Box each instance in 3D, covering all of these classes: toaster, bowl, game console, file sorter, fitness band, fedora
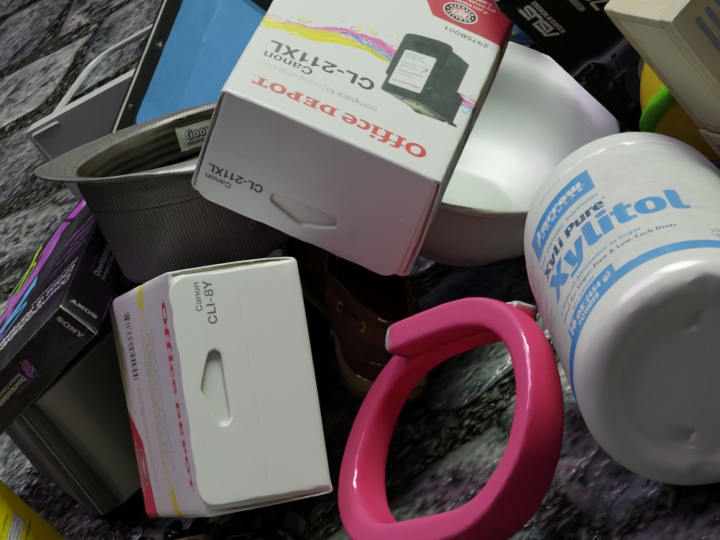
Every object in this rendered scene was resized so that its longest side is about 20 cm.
[{"bbox_3d":[-0.168,0.074,1.814,0.181,0.119,0.200,-44,23,-11],"label":"toaster"},{"bbox_3d":[0.069,-0.067,1.699,0.200,0.091,0.202,6,38,-5],"label":"bowl"},{"bbox_3d":[-0.057,-0.127,1.831,0.175,0.117,0.201,5,59,23],"label":"game console"},{"bbox_3d":[-0.125,-0.085,1.948,0.138,0.200,0.125,-24,24,31],"label":"file sorter"},{"bbox_3d":[0.049,0.091,1.455,0.200,0.037,0.144,-21,55,55],"label":"fitness band"},{"bbox_3d":[-0.108,-0.047,1.665,0.176,0.091,0.200,-1,19,38],"label":"fedora"}]

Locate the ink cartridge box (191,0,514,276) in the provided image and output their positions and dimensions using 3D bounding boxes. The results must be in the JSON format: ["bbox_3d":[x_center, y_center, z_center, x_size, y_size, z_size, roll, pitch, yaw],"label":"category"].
[{"bbox_3d":[0.000,-0.107,1.583,0.200,0.145,0.083,-66,-2,-50],"label":"ink cartridge box"}]

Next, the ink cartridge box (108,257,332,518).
[{"bbox_3d":[-0.088,0.075,1.572,0.083,0.146,0.200,-9,-2,-15],"label":"ink cartridge box"}]

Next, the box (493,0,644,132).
[{"bbox_3d":[0.193,-0.193,1.637,0.163,0.200,0.086,-29,52,21],"label":"box"}]

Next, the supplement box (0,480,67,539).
[{"bbox_3d":[-0.296,0.185,1.674,0.109,0.200,0.110,-26,34,30],"label":"supplement box"}]

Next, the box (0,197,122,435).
[{"bbox_3d":[-0.205,0.019,1.725,0.143,0.036,0.200,-45,18,31],"label":"box"}]

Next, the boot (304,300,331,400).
[{"bbox_3d":[-0.045,0.053,1.747,0.199,0.098,0.075,-18,6,-30],"label":"boot"}]

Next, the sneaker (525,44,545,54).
[{"bbox_3d":[0.124,-0.143,1.840,0.200,0.074,0.082,-46,17,7],"label":"sneaker"}]

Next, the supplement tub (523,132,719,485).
[{"bbox_3d":[0.165,0.017,1.384,0.132,0.132,0.200,-35,23,8],"label":"supplement tub"}]

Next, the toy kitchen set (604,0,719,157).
[{"bbox_3d":[0.290,-0.144,1.431,0.200,0.181,0.163,-47,24,-9],"label":"toy kitchen set"}]

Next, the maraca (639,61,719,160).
[{"bbox_3d":[0.257,-0.137,1.574,0.199,0.107,0.137,-29,-10,-13],"label":"maraca"}]

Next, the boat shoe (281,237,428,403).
[{"bbox_3d":[0.000,0.000,1.674,0.072,0.068,0.200,-7,41,-17],"label":"boat shoe"}]

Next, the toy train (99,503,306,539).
[{"bbox_3d":[-0.111,0.183,1.631,0.199,0.034,0.046,-15,44,44],"label":"toy train"}]

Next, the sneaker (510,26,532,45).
[{"bbox_3d":[0.178,-0.204,1.774,0.199,0.074,0.082,-18,-3,-17],"label":"sneaker"}]
